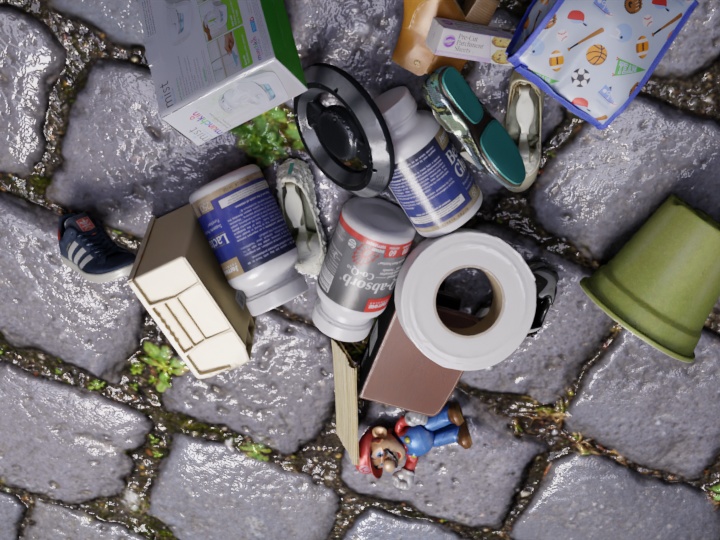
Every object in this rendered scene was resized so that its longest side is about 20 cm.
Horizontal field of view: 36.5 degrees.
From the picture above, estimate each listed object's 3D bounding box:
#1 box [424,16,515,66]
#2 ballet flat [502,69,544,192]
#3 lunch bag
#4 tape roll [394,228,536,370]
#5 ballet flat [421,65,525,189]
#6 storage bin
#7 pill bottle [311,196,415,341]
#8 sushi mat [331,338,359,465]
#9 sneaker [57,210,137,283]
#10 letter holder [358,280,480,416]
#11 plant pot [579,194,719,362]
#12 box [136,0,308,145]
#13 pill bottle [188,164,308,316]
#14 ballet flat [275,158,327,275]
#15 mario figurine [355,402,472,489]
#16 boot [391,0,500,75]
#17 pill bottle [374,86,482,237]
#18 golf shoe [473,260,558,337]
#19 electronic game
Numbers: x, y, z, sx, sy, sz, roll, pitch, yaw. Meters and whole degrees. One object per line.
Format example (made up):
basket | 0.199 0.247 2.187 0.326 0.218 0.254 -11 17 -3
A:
box | 0.184 -0.299 1.457 0.199 0.039 0.042 4 122 -26
ballet flat | 0.227 -0.191 1.544 0.069 0.070 0.201 0 120 3
lunch bag | 0.302 -0.308 1.414 0.169 0.124 0.201 32 89 -14
tape roll | 0.152 0.040 1.585 0.201 0.071 0.204 -1 96 -6
ballet flat | 0.153 -0.193 1.504 0.074 0.074 0.200 -30 106 19
storage bin | -0.237 0.025 1.622 0.093 0.200 0.199 -25 116 12
pill bottle | 0.000 0.000 1.642 0.115 0.116 0.201 17 120 -6
sushi mat | -0.025 0.213 1.784 0.012 0.096 0.201 -12 122 -17
sneaker | -0.397 -0.040 1.620 0.199 0.075 0.085 15 120 46
letter holder | 0.095 0.112 1.712 0.141 0.101 0.201 16 120 -8
plant pot | 0.452 -0.001 1.586 0.200 0.201 0.185 28 106 -13
box | -0.184 -0.296 1.424 0.176 0.201 0.097 -25 153 17
pill bottle | -0.159 -0.043 1.592 0.115 0.116 0.201 -25 93 17
ballet flat | -0.093 -0.069 1.636 0.071 0.072 0.201 -7 120 8
mario figurine | 0.085 0.297 1.812 0.199 0.106 0.124 -21 83 7
boot | 0.074 -0.344 1.462 0.200 0.071 0.144 26 118 -16
pill bottle | 0.081 -0.156 1.548 0.111 0.111 0.200 -26 116 18
golf shoe | 0.230 0.077 1.685 0.077 0.095 0.200 26 120 -14
electronic game | -0.025 -0.192 1.511 0.042 0.199 0.201 -33 123 -29
